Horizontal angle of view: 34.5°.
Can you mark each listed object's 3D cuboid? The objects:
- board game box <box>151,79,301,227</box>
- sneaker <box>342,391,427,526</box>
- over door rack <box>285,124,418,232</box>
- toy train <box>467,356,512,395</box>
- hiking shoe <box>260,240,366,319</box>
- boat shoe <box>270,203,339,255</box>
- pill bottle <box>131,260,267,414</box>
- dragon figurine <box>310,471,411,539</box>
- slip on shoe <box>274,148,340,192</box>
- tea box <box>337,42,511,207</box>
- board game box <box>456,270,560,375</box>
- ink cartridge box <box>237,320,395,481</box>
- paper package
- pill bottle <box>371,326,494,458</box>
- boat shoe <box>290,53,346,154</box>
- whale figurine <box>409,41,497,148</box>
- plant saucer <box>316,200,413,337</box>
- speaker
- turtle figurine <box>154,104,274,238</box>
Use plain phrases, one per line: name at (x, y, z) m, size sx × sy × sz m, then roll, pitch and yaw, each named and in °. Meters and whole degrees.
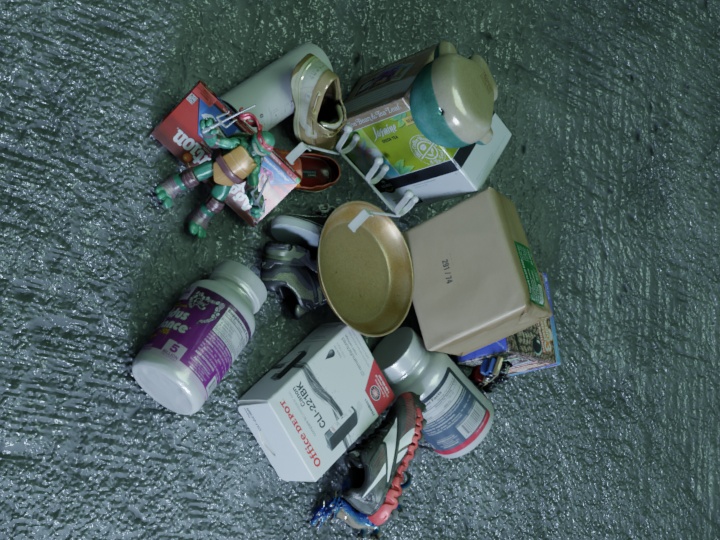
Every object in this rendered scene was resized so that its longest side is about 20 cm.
board game box at (-0.188, -0.162, 1.635) m, size 0.200 × 0.103 × 0.020 m, roll 43°, pitch 16°, yaw -20°
sneaker at (0.032, 0.263, 1.692) m, size 0.097 × 0.071 × 0.203 m, roll 27°, pitch 70°, yaw -18°
over door rack at (0.000, -0.138, 1.683) m, size 0.148 × 0.067 × 0.199 m, roll 47°, pitch 24°, yaw 10°
toy train at (0.198, 0.170, 1.848) m, size 0.045 × 0.200 × 0.035 m, roll 23°, pitch 71°, yaw -2°
hiking shoe at (-0.074, 0.028, 1.730) m, size 0.198 × 0.075 × 0.102 m, roll 24°, pitch 86°, yaw -32°
boat shoe at (-0.051, -0.064, 1.750) m, size 0.197 × 0.073 × 0.069 m, roll 14°, pitch 67°, yaw -33°
pill bottle at (-0.212, 0.085, 1.570) m, size 0.113 × 0.112 × 0.201 m, roll 48°, pitch 56°, yaw -23°
dragon figurine at (0.012, 0.338, 1.747) m, size 0.199 × 0.058 × 0.100 m, roll -39°, pitch 108°, yaw -35°
slip on shoe at (-0.114, -0.149, 1.720) m, size 0.198 × 0.061 × 0.075 m, roll -1°, pitch 85°, yaw -38°
tea box at (0.089, -0.217, 1.806) m, size 0.197 × 0.199 × 0.134 m, roll 47°, pitch 57°, yaw -21°
board game box at (0.234, 0.076, 1.895) m, size 0.199 × 0.096 × 0.162 m, roll 16°, pitch 63°, yaw -55°
ink cartridge box at (-0.063, 0.190, 1.694) m, size 0.200 × 0.083 × 0.146 m, roll -41°, pitch 110°, yaw -35°
paper package at (0.170, 0.006, 1.767) m, size 0.103 × 0.189 × 0.203 m, roll 16°, pitch 53°, yaw -54°
pill bottle at (0.108, 0.187, 1.810) m, size 0.200 × 0.119 × 0.120 m, roll 48°, pitch 57°, yaw -23°
boat shoe at (-0.057, -0.230, 1.710) m, size 0.074 × 0.066 × 0.201 m, roll -49°, pitch 157°, yaw -18°
whale figurine at (0.137, -0.250, 1.675) m, size 0.161 × 0.103 × 0.200 m, roll 62°, pitch 30°, yaw -12°
plant saucer at (0.000, 0.000, 1.709) m, size 0.198 × 0.035 × 0.204 m, roll 15°, pitch 68°, yaw -42°
speaker at (-0.129, -0.260, 1.712) m, size 0.200 × 0.081 × 0.082 m, roll -41°, pitch 108°, yaw -35°
turtle figurine at (-0.178, -0.137, 1.582) m, size 0.150 × 0.199 × 0.101 m, roll 52°, pitch 23°, yaw -7°
